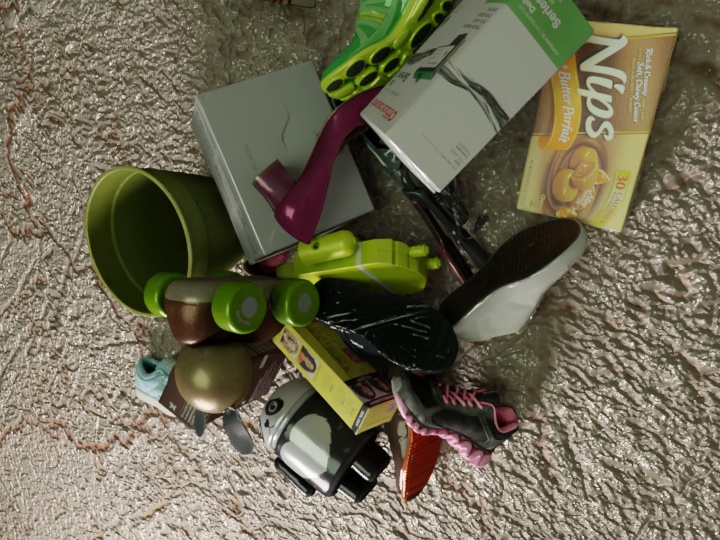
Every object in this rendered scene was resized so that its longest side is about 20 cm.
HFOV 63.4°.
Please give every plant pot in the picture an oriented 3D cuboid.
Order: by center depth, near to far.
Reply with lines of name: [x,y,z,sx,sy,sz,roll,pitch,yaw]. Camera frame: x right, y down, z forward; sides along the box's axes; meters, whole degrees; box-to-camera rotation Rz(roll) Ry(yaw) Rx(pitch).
plant pot: [-0.249,-0.058,0.844,0.199,0.193,0.202,9,108,28]

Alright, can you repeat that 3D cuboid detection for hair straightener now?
hair straightener: [0.118,-0.062,0.700,0.077,0.041,0.201,-28,102,31]

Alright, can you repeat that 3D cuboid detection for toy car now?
toy car: [-0.153,0.105,0.679,0.164,0.157,0.202,5,94,40]

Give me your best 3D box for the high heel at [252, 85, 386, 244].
high heel: [-0.022,-0.123,0.674,0.200,0.067,0.096,-41,88,-1]

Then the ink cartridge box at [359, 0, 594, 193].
ink cartridge box: [0.102,-0.191,0.582,0.084,0.146,0.200,41,100,-22]

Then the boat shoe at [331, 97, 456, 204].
boat shoe: [0.037,-0.157,0.729,0.200,0.062,0.073,50,121,9]

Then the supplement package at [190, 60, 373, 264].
supplement package: [-0.102,-0.133,0.744,0.201,0.155,0.111,67,159,-3]

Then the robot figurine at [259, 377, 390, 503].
robot figurine: [-0.056,0.247,0.857,0.199,0.150,0.125,35,158,17]

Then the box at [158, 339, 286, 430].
box: [-0.189,0.146,0.853,0.075,0.200,0.101,33,104,17]

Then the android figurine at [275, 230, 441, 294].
android figurine: [0.000,0.000,0.733,0.199,0.182,0.041,-11,67,26]

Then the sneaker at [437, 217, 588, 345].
sneaker: [0.184,0.018,0.668,0.084,0.073,0.200,31,127,-27]

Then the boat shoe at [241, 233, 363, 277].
boat shoe: [-0.084,-0.010,0.835,0.199,0.069,0.074,-5,101,31]

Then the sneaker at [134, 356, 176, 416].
sneaker: [-0.333,0.201,1.035,0.199,0.074,0.083,7,110,27]

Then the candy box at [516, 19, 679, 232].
candy box: [0.245,-0.153,0.615,0.115,0.055,0.201,17,111,25]

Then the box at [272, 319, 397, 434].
box: [-0.036,0.135,0.818,0.200,0.075,0.050,41,120,34]

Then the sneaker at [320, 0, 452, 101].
sneaker: [0.026,-0.282,0.685,0.200,0.074,0.084,-46,60,5]

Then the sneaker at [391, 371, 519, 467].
sneaker: [0.124,0.170,0.730,0.200,0.079,0.095,35,117,-30]

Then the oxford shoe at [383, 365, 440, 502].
oxford shoe: [0.067,0.225,0.825,0.072,0.071,0.202,14,104,44]

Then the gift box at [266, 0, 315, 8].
gift box: [-0.156,-0.438,0.692,0.199,0.184,0.188,23,116,16]

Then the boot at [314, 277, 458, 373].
boot: [0.041,0.083,0.737,0.199,0.168,0.077,19,77,25]
